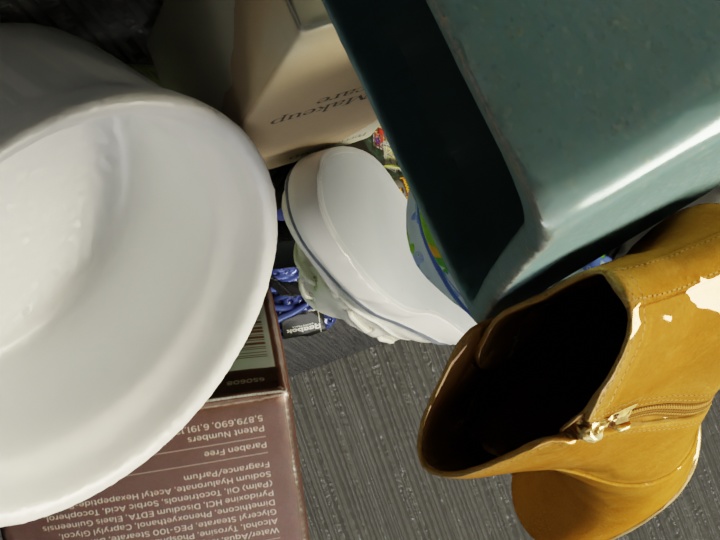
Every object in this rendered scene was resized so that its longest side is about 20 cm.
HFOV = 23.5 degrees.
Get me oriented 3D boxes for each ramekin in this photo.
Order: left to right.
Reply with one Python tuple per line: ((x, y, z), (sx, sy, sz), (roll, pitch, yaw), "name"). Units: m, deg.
((-0.140, -0.003, 0.710), (0.200, 0.098, 0.201), (-29, 140, -28), "ramekin")

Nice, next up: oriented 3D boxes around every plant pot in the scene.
((0.088, -0.123, 0.510), (0.200, 0.197, 0.196), (-25, 173, -4), "plant pot")

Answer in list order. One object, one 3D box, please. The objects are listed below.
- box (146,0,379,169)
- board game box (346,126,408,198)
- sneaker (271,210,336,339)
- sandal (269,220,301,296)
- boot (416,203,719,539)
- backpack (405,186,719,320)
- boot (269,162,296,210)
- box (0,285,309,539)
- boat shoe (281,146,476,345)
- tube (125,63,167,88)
((-0.021, -0.108, 0.714), (0.095, 0.078, 0.200), (-19, 172, -18), "box")
((0.042, -0.052, 0.895), (0.104, 0.024, 0.200), (-12, 138, 6), "board game box")
((-0.048, -0.014, 1.168), (0.080, 0.115, 0.199), (-20, 173, -7), "sneaker")
((-0.003, -0.004, 1.003), (0.076, 0.043, 0.200), (11, -173, 43), "sandal")
((0.067, 0.048, 0.587), (0.144, 0.071, 0.201), (-16, 151, -42), "boot")
((0.102, -0.060, 0.713), (0.154, 0.163, 0.200), (-42, -159, 39), "backpack")
((-0.102, -0.045, 0.974), (0.130, 0.068, 0.200), (-22, 179, 19), "boot")
((-0.118, 0.120, 0.994), (0.164, 0.201, 0.166), (-8, -151, -5), "box")
((0.000, 0.000, 0.857), (0.065, 0.074, 0.200), (-11, 154, 21), "boat shoe")
((-0.120, -0.074, 0.806), (0.200, 0.058, 0.052), (-17, 150, -45), "tube")
